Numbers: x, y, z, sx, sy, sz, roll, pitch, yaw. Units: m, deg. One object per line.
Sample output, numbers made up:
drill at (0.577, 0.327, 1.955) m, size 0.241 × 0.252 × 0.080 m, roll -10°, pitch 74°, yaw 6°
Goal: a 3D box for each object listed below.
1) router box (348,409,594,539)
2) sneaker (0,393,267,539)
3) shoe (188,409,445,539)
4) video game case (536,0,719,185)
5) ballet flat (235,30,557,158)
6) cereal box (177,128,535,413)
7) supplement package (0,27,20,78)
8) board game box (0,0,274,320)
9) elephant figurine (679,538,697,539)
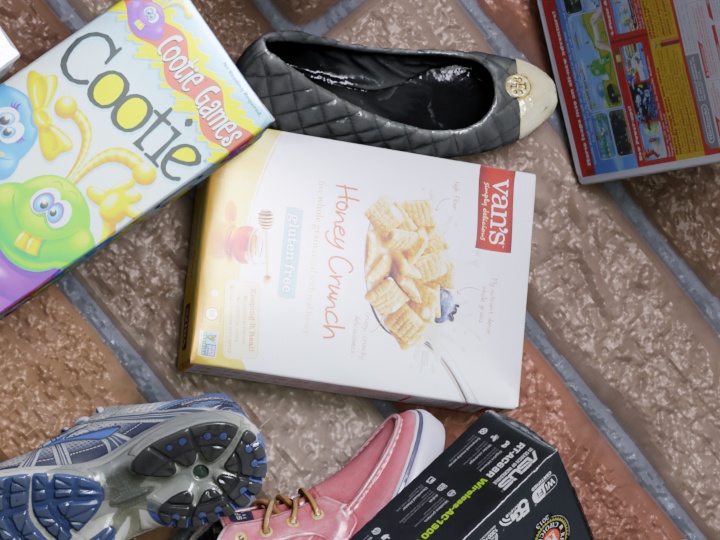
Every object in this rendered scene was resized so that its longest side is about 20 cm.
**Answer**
router box at (0.046, 0.200, 1.615) m, size 0.200 × 0.062 × 0.150 m, roll -42°, pitch 133°, yaw -19°
sneaker at (-0.148, 0.119, 1.611) m, size 0.199 × 0.085 × 0.077 m, roll -15°, pitch 112°, yaw 2°
shoe at (-0.036, 0.149, 1.635) m, size 0.091 × 0.071 × 0.200 m, roll 35°, pitch 79°, yaw -15°
video game case at (0.177, -0.130, 1.665) m, size 0.017 × 0.200 × 0.144 m, roll -16°, pitch 95°, yaw -35°
ballet flat at (0.024, -0.104, 1.692) m, size 0.199 × 0.057 × 0.067 m, roll 1°, pitch 63°, yaw -18°
cereal box at (0.000, 0.000, 1.682) m, size 0.199 × 0.040 × 0.145 m, roll 8°, pitch 78°, yaw -15°
supplement package at (-0.303, -0.089, 1.543) m, size 0.200 × 0.156 × 0.111 m, roll -36°, pitch 94°, yaw -18°
board game box at (-0.159, -0.062, 1.589) m, size 0.200 × 0.103 × 0.105 m, roll -36°, pitch 92°, yaw -6°
elephant figurine at (0.182, 0.279, 1.655) m, size 0.200 × 0.141 × 0.155 m, roll 44°, pitch 58°, yaw -13°
